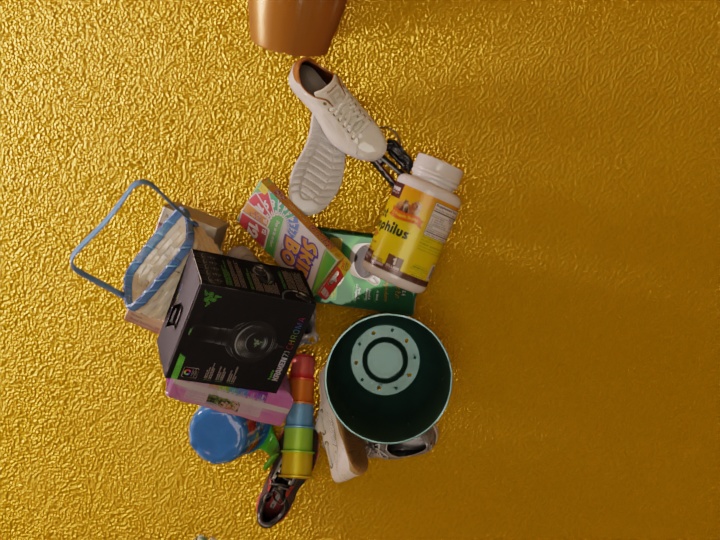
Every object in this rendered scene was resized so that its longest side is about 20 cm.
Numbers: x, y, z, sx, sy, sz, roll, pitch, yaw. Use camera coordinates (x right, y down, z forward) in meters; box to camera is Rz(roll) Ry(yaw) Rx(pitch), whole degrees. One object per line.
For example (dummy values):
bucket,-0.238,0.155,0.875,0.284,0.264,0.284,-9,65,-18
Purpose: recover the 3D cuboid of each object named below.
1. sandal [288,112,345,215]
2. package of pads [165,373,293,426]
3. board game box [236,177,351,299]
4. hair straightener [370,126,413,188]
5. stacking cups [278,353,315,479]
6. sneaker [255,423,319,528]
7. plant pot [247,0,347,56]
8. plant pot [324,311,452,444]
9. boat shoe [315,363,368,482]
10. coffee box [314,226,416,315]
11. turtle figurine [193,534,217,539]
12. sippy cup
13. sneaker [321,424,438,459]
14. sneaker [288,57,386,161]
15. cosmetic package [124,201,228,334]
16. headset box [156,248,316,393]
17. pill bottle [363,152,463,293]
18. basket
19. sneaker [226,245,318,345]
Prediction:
sandal,-0.060,-0.184,1.646,0.081,0.050,0.205,18,86,-4
package of pads,-0.209,0.171,1.621,0.198,0.121,0.076,17,109,-17
board game box,-0.107,-0.046,1.628,0.200,0.030,0.096,44,128,7
hair straightener,0.075,-0.163,1.649,0.077,0.041,0.200,-41,90,9
stacking cups,-0.096,0.241,1.678,0.060,0.061,0.203,4,78,3
sneaker,-0.122,0.349,1.714,0.076,0.082,0.203,19,98,1
plant pot,-0.095,-0.434,1.548,0.197,0.201,0.186,12,116,2
plant pot,0.042,0.159,1.630,0.197,0.161,0.204,0,95,-1
boat shoe,-0.046,0.249,1.666,0.069,0.070,0.202,-32,53,28
coffee box,0.000,0.000,1.672,0.197,0.044,0.125,6,99,3
turtle figurine,-0.292,0.535,1.752,0.197,0.101,0.152,8,100,8
sippy cup,-0.221,0.255,1.677,0.175,0.130,0.142,2,97,9
sneaker,0.031,0.278,1.693,0.197,0.082,0.076,-7,99,5
sneaker,-0.036,-0.250,1.587,0.200,0.085,0.073,43,79,-2
cosmetic package,-0.302,0.000,1.670,0.102,0.087,0.202,20,100,1
headset box,-0.194,0.077,1.513,0.198,0.093,0.176,12,118,-27
pill bottle,0.087,-0.075,1.580,0.108,0.109,0.202,23,94,0
basket,-0.315,-0.019,1.542,0.176,0.139,0.200,-44,125,9
sneaker,-0.138,0.043,1.648,0.114,0.075,0.202,-15,106,49
